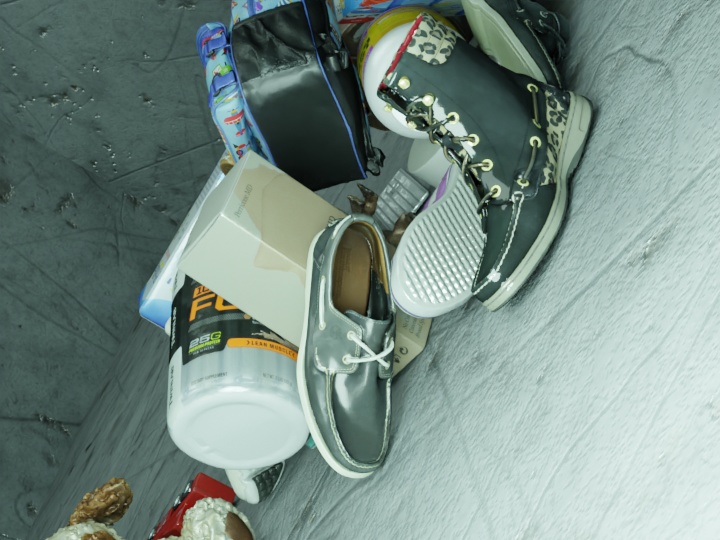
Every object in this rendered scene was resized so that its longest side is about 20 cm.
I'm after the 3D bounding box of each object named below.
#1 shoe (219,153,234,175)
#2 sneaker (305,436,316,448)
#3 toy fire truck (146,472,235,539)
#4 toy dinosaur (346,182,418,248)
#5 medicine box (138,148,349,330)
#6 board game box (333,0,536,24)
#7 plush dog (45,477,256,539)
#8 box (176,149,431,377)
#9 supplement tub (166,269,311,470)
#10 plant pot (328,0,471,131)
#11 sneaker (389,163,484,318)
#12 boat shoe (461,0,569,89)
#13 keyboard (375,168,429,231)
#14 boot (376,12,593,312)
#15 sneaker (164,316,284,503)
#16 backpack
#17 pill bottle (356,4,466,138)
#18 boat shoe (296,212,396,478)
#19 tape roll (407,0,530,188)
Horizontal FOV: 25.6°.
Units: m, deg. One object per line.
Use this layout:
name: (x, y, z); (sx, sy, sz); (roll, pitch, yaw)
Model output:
shoe: (-0.057, -0.057, 1.590); (0.070, 0.200, 0.053); (-6, 41, 53)
sneaker: (-0.057, 0.091, 1.443); (0.078, 0.091, 0.200); (-57, 11, 17)
toy fire truck: (-0.178, 0.283, 1.595); (0.200, 0.049, 0.141); (-52, 14, 37)
toy dinosaur: (0.000, 0.000, 1.468); (0.200, 0.086, 0.136); (-87, 21, -79)
medicine box: (-0.110, -0.001, 1.684); (0.200, 0.182, 0.103); (-59, 10, 2)
board game box: (0.091, -0.287, 1.507); (0.196, 0.200, 0.056); (170, 93, -76)
plush dog: (-0.208, 0.285, 1.394); (0.160, 0.172, 0.200); (-46, 18, 53)
box: (-0.040, 0.002, 1.299); (0.078, 0.200, 0.095); (-45, 19, 39)
supplement tub: (-0.102, 0.058, 1.355); (0.123, 0.122, 0.200); (-50, 32, 41)
plant pot: (0.039, -0.257, 1.720); (0.200, 0.200, 0.198); (-55, 20, 25)
sneaker: (0.062, -0.009, 1.248); (0.114, 0.073, 0.201); (-54, 1, 44)
boat shoe: (0.145, -0.201, 1.360); (0.066, 0.075, 0.199); (-22, 27, -3)
keyboard: (0.040, -0.073, 1.656); (0.056, 0.011, 0.200); (-59, 11, 6)
boot: (0.074, -0.081, 1.132); (0.073, 0.154, 0.204); (-45, 18, 53)
sneaker: (-0.127, 0.121, 1.485); (0.081, 0.200, 0.075); (-14, 1, 34)
backpack: (-0.073, -0.187, 1.490); (0.134, 0.183, 0.200); (-19, 50, 4)
pill bottle: (0.052, -0.179, 1.433); (0.104, 0.104, 0.200); (-57, 11, 12)
boat shoe: (-0.005, 0.056, 1.204); (0.068, 0.072, 0.200); (153, 118, -62)
tape roll: (0.112, -0.170, 1.517); (0.203, 0.037, 0.203); (-56, 11, 16)
